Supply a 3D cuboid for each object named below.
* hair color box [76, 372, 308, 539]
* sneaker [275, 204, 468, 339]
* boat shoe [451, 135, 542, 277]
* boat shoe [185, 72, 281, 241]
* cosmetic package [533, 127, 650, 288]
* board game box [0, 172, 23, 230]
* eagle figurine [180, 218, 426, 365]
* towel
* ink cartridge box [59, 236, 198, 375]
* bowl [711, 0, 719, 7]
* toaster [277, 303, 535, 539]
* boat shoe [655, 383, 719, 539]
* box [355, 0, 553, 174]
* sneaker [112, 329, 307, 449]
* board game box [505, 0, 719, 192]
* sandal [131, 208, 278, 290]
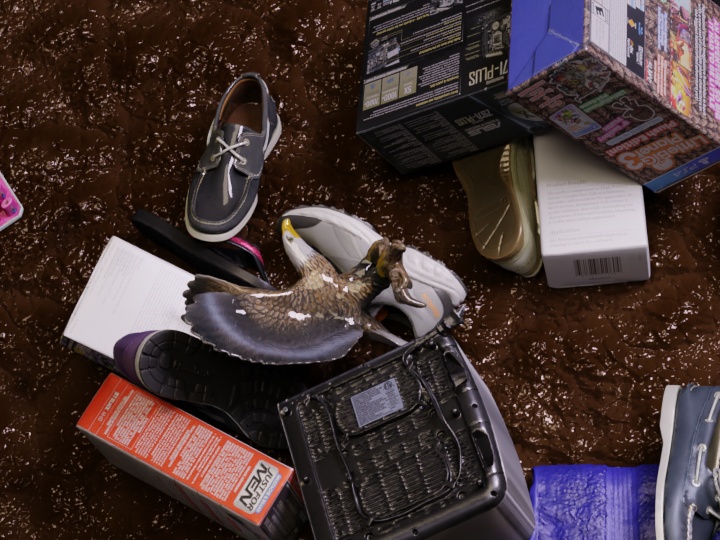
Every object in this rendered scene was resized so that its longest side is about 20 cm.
[{"bbox_3d":[-0.146,0.176,1.569,0.199,0.111,0.064,27,73,20],"label":"hair color box"},{"bbox_3d":[0.000,0.000,1.647,0.200,0.074,0.080,27,78,21],"label":"sneaker"},{"bbox_3d":[0.138,-0.089,1.675,0.073,0.063,0.201,-27,53,26],"label":"boat shoe"},{"bbox_3d":[-0.128,-0.110,1.692,0.071,0.068,0.201,8,48,10],"label":"boat shoe"},{"bbox_3d":[0.216,-0.090,1.648,0.101,0.074,0.201,-4,62,9],"label":"cosmetic package"},{"bbox_3d":[-0.477,-0.079,1.799,0.200,0.026,0.200,-34,64,-6],"label":"board game box"},{"bbox_3d":[-0.053,0.029,1.557,0.199,0.152,0.151,-28,54,-4],"label":"eagle figurine"},{"bbox_3d":[0.241,0.235,1.502,0.199,0.050,0.148,-2,66,10],"label":"towel"},{"bbox_3d":[-0.171,0.062,1.650,0.199,0.050,0.109,27,70,-6],"label":"ink cartridge box"},{"bbox_3d":[0.378,-0.304,1.676,0.199,0.039,0.202,-6,63,12],"label":"bowl"},{"bbox_3d":[0.046,0.165,1.512,0.199,0.119,0.181,-26,57,10],"label":"toaster"},{"bbox_3d":[0.285,0.184,1.460,0.062,0.075,0.201,-6,48,20],"label":"boat shoe"},{"bbox_3d":[0.104,-0.204,1.665,0.199,0.086,0.165,-17,54,32],"label":"box"},{"bbox_3d":[-0.133,0.101,1.587,0.087,0.200,0.076,5,69,56],"label":"sneaker"},{"bbox_3d":[0.236,-0.193,1.560,0.097,0.200,0.160,-28,44,42],"label":"board game box"},{"bbox_3d":[-0.136,-0.018,1.680,0.200,0.075,0.045,31,74,25],"label":"sandal"}]
